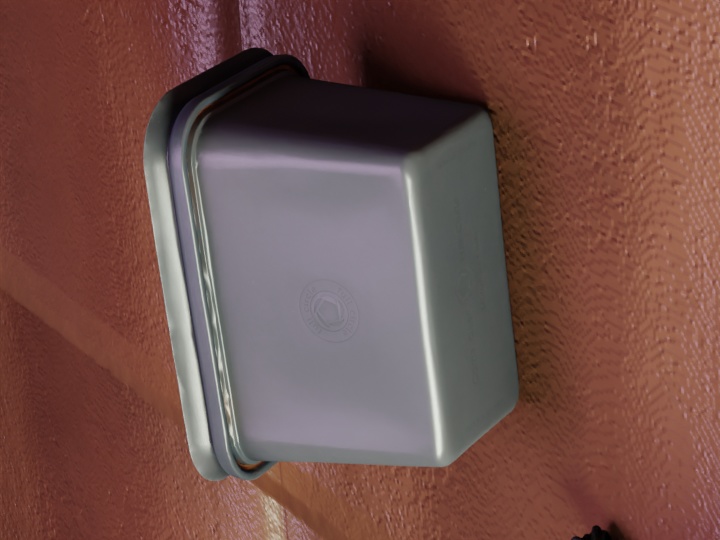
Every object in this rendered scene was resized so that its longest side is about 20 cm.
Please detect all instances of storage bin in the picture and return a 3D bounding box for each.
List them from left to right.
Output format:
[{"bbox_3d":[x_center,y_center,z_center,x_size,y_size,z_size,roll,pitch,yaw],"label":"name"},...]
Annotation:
[{"bbox_3d":[0.000,0.000,1.268,0.134,0.146,0.200,6,114,30],"label":"storage bin"}]

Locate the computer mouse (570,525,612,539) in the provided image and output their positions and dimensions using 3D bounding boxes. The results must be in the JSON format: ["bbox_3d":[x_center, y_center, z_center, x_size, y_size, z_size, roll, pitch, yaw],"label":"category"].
[{"bbox_3d":[0.106,0.218,1.286,0.110,0.044,0.200,53,142,22],"label":"computer mouse"}]
